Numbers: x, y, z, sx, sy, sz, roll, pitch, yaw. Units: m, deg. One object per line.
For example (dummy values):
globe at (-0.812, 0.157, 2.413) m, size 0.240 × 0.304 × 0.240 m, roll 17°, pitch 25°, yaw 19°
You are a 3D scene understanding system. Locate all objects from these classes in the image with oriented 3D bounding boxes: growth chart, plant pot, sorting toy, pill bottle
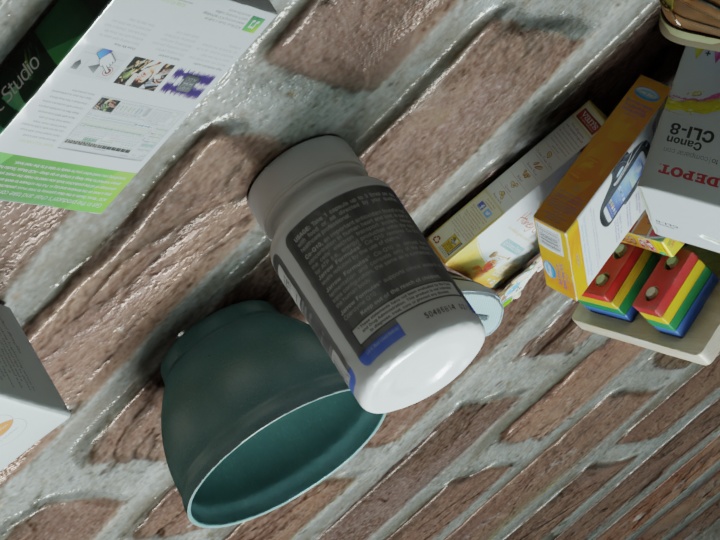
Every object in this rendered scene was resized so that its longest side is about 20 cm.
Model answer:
growth chart at (0.176, -0.003, 1.718) m, size 0.145 × 0.018 × 0.200 m, roll -36°, pitch 173°, yaw -48°
plant pot at (-0.094, 0.112, 1.510) m, size 0.200 × 0.134 × 0.200 m, roll -27°, pitch 156°, yaw -14°
sorting toy at (0.307, -0.025, 1.689) m, size 0.070 × 0.200 × 0.199 m, roll 40°, pitch 78°, yaw -29°
pill bottle at (0.000, 0.000, 1.337) m, size 0.114 × 0.200 × 0.114 m, roll -27°, pitch 156°, yaw -13°

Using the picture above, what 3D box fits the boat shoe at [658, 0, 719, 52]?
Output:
boat shoe at (0.340, -0.211, 1.389) m, size 0.199 × 0.072 × 0.068 m, roll 5°, pitch 142°, yaw 10°

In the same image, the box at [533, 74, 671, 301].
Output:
box at (0.231, -0.082, 1.560) m, size 0.200 × 0.041 × 0.119 m, roll -53°, pitch 153°, yaw -20°

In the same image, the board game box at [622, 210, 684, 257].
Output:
board game box at (0.326, -0.100, 1.657) m, size 0.200 × 0.095 × 0.030 m, roll -46°, pitch 119°, yaw -13°

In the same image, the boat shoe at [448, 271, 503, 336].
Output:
boat shoe at (0.034, 0.026, 1.589) m, size 0.199 × 0.067 × 0.074 m, roll 13°, pitch 104°, yaw -30°

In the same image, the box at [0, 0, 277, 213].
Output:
box at (-0.164, -0.118, 1.107) m, size 0.200 × 0.036 × 0.144 m, roll -46°, pitch 154°, yaw 22°

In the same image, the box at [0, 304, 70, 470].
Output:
box at (-0.329, 0.090, 1.196) m, size 0.152 × 0.106 × 0.200 m, roll -39°, pitch 156°, yaw 9°

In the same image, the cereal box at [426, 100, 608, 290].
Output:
cereal box at (0.170, -0.067, 1.630) m, size 0.200 × 0.040 × 0.144 m, roll -40°, pitch 157°, yaw 12°

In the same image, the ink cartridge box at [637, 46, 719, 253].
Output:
ink cartridge box at (0.349, -0.121, 1.523) m, size 0.201 × 0.145 × 0.145 m, roll -70°, pitch 159°, yaw -9°
